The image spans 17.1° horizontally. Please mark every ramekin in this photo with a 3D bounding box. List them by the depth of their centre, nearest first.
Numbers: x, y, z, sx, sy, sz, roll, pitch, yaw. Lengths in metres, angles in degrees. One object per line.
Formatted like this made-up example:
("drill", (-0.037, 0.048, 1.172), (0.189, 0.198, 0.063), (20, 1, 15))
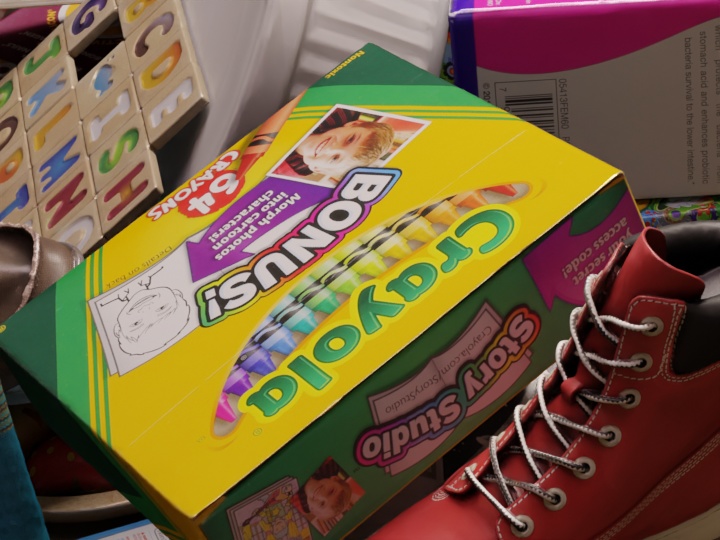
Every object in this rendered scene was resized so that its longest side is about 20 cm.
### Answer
("ramekin", (-0.034, -0.100, 1.106), (0.094, 0.203, 0.203), (13, 28, -21))

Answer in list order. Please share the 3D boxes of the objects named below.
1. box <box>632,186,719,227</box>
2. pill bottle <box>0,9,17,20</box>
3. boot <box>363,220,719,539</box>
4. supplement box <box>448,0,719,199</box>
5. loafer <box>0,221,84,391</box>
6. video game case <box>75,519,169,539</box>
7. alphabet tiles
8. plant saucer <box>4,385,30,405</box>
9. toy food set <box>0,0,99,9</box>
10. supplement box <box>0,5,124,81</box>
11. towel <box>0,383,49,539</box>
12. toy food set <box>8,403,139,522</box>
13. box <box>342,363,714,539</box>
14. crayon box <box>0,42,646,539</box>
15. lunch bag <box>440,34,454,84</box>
("box", (0.186, -0.036, 1.175), (0.192, 0.122, 0.200), (-8, 34, -1))
("pill bottle", (-0.203, -0.211, 1.492), (0.199, 0.111, 0.111), (-24, 38, -25))
("boot", (0.059, 0.059, 0.811), (0.199, 0.145, 0.072), (-28, 52, -23))
("supplement box", (0.143, -0.100, 1.076), (0.199, 0.102, 0.104), (-2, 33, 6))
("loafer", (-0.209, 0.014, 1.028), (0.199, 0.071, 0.073), (-7, 60, 28))
("video game case", (-0.030, 0.143, 1.034), (0.199, 0.018, 0.143), (-15, 35, -14))
("alphabet tiles", (-0.140, -0.057, 1.109), (0.167, 0.008, 0.200), (-41, 32, 14))
("plant saucer", (-0.160, 0.013, 1.138), (0.200, 0.039, 0.201), (-4, 34, 3))
("toy food set", (-0.155, -0.168, 1.248), (0.199, 0.061, 0.143), (-6, 7, -17))
("supplement box", (-0.154, -0.093, 1.336), (0.110, 0.086, 0.200), (21, 42, 33))
("towel", (-0.214, 0.040, 1.003), (0.146, 0.201, 0.022), (-1, 27, 22))
("toy food set", (-0.134, 0.048, 1.160), (0.199, 0.049, 0.198), (8, 36, 19))
("box", (0.041, 0.109, 0.953), (0.199, 0.124, 0.197), (5, 44, 7))
("crayon box", (-0.017, 0.013, 0.902), (0.200, 0.058, 0.172), (-39, 35, -14))
("lunch bag", (0.122, -0.131, 1.295), (0.199, 0.151, 0.094), (13, 38, 25))
